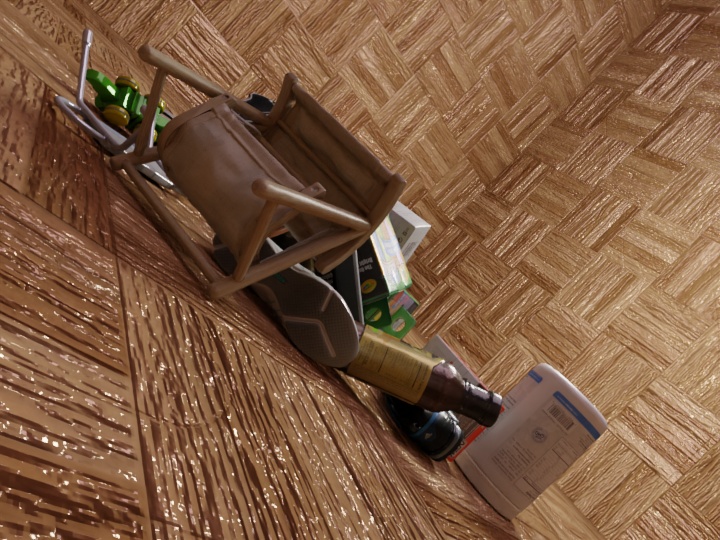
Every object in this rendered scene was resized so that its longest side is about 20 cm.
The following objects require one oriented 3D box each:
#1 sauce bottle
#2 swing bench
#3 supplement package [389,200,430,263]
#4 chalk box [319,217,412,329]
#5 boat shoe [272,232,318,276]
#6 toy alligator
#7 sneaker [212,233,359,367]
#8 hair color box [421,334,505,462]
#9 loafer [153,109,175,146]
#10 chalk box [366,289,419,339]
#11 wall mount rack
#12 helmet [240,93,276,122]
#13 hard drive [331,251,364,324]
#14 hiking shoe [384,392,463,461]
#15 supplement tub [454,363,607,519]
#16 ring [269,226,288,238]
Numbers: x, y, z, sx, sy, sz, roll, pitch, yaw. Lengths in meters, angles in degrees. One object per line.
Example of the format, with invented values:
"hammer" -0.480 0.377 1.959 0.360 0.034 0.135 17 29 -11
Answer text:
"sauce bottle" 0.065 0.124 0.612 0.199 0.065 0.065 25 3 -1
"swing bench" -0.098 -0.098 0.524 0.199 0.130 0.199 47 34 22
"supplement package" 0.019 -0.101 1.060 0.200 0.118 0.117 40 19 15
"chalk box" 0.000 0.000 0.880 0.124 0.124 0.201 -16 87 -66
"boat shoe" -0.093 -0.008 0.765 0.066 0.072 0.201 38 1 -31
"toy alligator" -0.289 -0.200 0.720 0.054 0.060 0.200 -8 -25 35
"sneaker" -0.074 0.023 0.586 0.200 0.070 0.080 45 -1 7
"hair color box" 0.127 0.187 0.811 0.064 0.111 0.200 44 3 -14
"loafer" -0.255 -0.164 0.798 0.200 0.072 0.063 39 21 -15
"chalk box" 0.030 0.062 1.103 0.200 0.124 0.124 45 2 33
"wall mount rack" -0.259 -0.175 0.612 0.174 0.075 0.200 47 2 24
"helmet" -0.198 -0.208 0.940 0.200 0.200 0.191 45 30 -9
"hard drive" -0.022 0.014 0.740 0.140 0.033 0.201 -124 -152 -79
"hiking shoe" 0.067 0.156 0.701 0.087 0.074 0.200 45 2 -28
"supplement tub" 0.250 0.251 0.786 0.132 0.200 0.132 45 3 -3
"ring" -0.078 -0.077 0.704 0.200 0.199 0.019 -123 -171 -79
